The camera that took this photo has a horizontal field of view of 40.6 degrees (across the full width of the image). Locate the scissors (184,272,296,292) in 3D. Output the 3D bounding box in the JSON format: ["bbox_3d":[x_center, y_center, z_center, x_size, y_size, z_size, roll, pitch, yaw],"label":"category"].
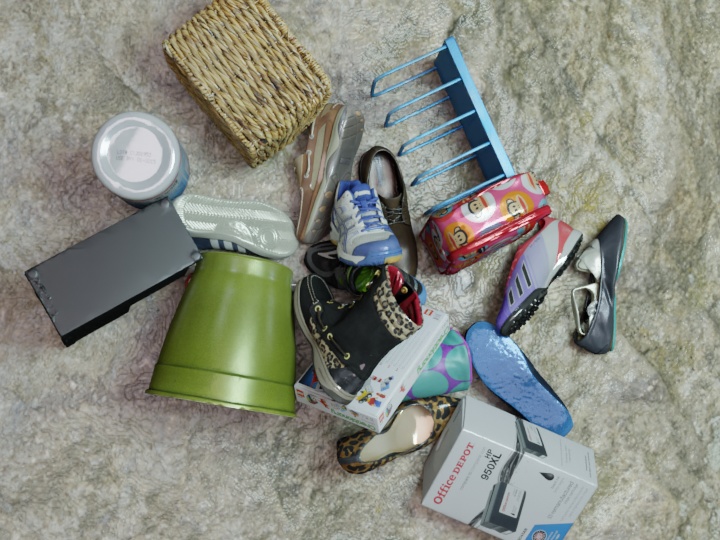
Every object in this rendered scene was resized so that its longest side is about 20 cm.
[{"bbox_3d":[-0.145,0.018,1.368,0.198,0.014,0.074,-14,88,-4],"label":"scissors"}]

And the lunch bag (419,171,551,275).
[{"bbox_3d":[0.175,-0.068,1.307,0.175,0.200,0.083,-28,85,-5],"label":"lunch bag"}]

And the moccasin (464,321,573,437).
[{"bbox_3d":[0.213,0.158,1.368,0.080,0.068,0.201,-37,90,2],"label":"moccasin"}]

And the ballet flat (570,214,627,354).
[{"bbox_3d":[0.335,0.017,1.383,0.072,0.073,0.203,7,89,-4],"label":"ballet flat"}]

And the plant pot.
[{"bbox_3d":[-0.166,0.082,1.282,0.198,0.200,0.195,10,80,-4],"label":"plant pot"}]

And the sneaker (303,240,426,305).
[{"bbox_3d":[0.000,0.000,1.318,0.199,0.083,0.071,25,85,36],"label":"sneaker"}]

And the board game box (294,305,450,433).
[{"bbox_3d":[0.019,0.113,1.283,0.125,0.035,0.200,17,47,27],"label":"board game box"}]

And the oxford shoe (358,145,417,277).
[{"bbox_3d":[0.037,-0.074,1.353,0.072,0.084,0.202,-15,91,-7],"label":"oxford shoe"}]

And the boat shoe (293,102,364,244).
[{"bbox_3d":[-0.055,-0.138,1.360,0.071,0.076,0.202,20,95,25],"label":"boat shoe"}]

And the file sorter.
[{"bbox_3d":[0.108,-0.189,1.339,0.122,0.139,0.202,-25,90,-1],"label":"file sorter"}]

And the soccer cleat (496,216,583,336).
[{"bbox_3d":[0.235,0.006,1.362,0.073,0.068,0.200,33,66,15],"label":"soccer cleat"}]

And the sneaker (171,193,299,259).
[{"bbox_3d":[-0.182,-0.057,1.340,0.198,0.084,0.076,16,69,-31],"label":"sneaker"}]

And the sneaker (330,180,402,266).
[{"bbox_3d":[-0.001,-0.065,1.268,0.074,0.200,0.089,-5,108,-18],"label":"sneaker"}]

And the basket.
[{"bbox_3d":[-0.149,-0.259,1.315,0.149,0.143,0.200,-41,89,-7],"label":"basket"}]

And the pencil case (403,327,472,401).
[{"bbox_3d":[0.050,0.136,1.345,0.198,0.085,0.094,-10,85,-4],"label":"pencil case"}]

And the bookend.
[{"bbox_3d":[-0.323,0.007,1.280,0.199,0.199,0.093,-30,90,-16],"label":"bookend"}]

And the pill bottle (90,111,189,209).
[{"bbox_3d":[-0.280,-0.136,1.270,0.107,0.200,0.110,0,87,-5],"label":"pill bottle"}]

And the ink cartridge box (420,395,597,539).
[{"bbox_3d":[0.199,0.281,1.324,0.198,0.084,0.146,23,117,-3],"label":"ink cartridge box"}]

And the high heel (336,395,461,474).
[{"bbox_3d":[0.062,0.221,1.313,0.198,0.143,0.072,-20,89,-5],"label":"high heel"}]

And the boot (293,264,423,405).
[{"bbox_3d":[-0.005,0.049,1.219,0.073,0.201,0.150,28,120,-36],"label":"boot"}]
